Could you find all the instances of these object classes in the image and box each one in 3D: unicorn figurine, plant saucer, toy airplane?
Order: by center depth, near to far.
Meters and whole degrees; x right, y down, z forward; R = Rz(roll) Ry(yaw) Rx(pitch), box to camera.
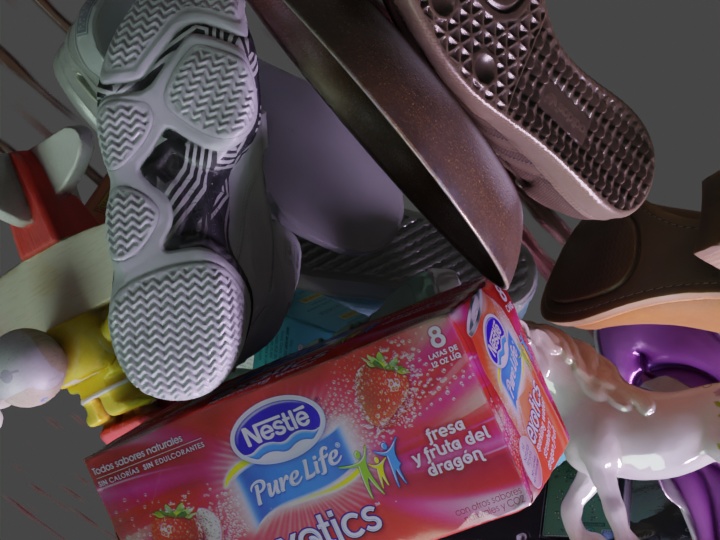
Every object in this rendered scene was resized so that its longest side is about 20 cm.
[{"bbox_3d":[0.010,-0.077,0.678,0.200,0.032,0.200,49,179,1],"label":"plant saucer"},{"bbox_3d":[0.143,0.090,0.774,0.200,0.138,0.074,-2,170,-2],"label":"unicorn figurine"},{"bbox_3d":[-0.172,0.019,0.884,0.199,0.141,0.200,21,127,15],"label":"toy airplane"}]

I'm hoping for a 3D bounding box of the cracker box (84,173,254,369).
[{"bbox_3d":[-0.112,0.036,1.026,0.134,0.058,0.200,17,142,14],"label":"cracker box"}]

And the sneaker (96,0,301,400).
[{"bbox_3d":[-0.075,-0.039,0.736,0.075,0.200,0.115,1,178,10],"label":"sneaker"}]

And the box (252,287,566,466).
[{"bbox_3d":[0.039,0.059,0.899,0.200,0.082,0.049,17,114,30],"label":"box"}]

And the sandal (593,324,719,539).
[{"bbox_3d":[0.186,0.099,0.815,0.082,0.203,0.050,-32,167,27],"label":"sandal"}]

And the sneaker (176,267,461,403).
[{"bbox_3d":[-0.031,0.065,0.814,0.118,0.074,0.200,17,130,-25],"label":"sneaker"}]

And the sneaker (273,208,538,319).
[{"bbox_3d":[0.000,0.000,0.879,0.200,0.074,0.082,20,151,10],"label":"sneaker"}]

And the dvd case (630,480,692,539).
[{"bbox_3d":[0.217,0.163,0.910,0.200,0.146,0.022,-7,107,32],"label":"dvd case"}]

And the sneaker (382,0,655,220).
[{"bbox_3d":[0.051,-0.088,0.672,0.076,0.070,0.200,6,147,48],"label":"sneaker"}]

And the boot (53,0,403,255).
[{"bbox_3d":[-0.072,-0.074,0.819,0.200,0.074,0.096,39,160,-14],"label":"boot"}]

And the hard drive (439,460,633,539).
[{"bbox_3d":[0.064,0.116,0.921,0.200,0.140,0.038,-3,135,17],"label":"hard drive"}]

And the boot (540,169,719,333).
[{"bbox_3d":[0.194,0.019,0.756,0.155,0.074,0.200,27,161,-21],"label":"boot"}]

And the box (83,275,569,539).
[{"bbox_3d":[-0.014,0.086,0.724,0.200,0.100,0.096,-23,93,21],"label":"box"}]
